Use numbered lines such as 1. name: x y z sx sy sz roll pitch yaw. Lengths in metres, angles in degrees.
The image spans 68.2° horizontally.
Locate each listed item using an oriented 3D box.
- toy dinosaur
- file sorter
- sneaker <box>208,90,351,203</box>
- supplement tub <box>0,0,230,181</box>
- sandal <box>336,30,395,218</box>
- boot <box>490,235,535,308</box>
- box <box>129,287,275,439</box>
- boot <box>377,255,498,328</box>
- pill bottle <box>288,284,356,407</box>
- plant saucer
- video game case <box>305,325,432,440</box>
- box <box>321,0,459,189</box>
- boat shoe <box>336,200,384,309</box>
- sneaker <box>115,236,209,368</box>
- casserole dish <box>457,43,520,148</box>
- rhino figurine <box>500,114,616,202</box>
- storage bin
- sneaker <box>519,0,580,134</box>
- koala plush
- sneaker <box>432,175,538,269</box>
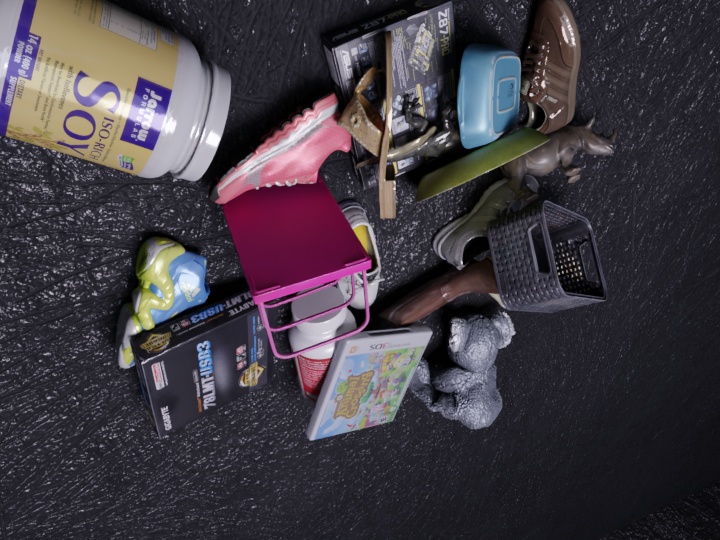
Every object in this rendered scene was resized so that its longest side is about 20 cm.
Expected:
1. toy dinosaur: 0.090 -0.180 0.684 0.197 0.048 0.089 -14 139 -16
2. file sorter: -0.084 -0.011 0.685 0.137 0.201 0.127 -17 135 -14
3. sneaker: -0.094 -0.131 0.654 0.199 0.074 0.087 -35 118 2
4. supplement tub: -0.240 -0.174 0.506 0.197 0.146 0.147 14 119 -35
5. sandal: 0.006 -0.163 0.628 0.068 0.078 0.215 -1 116 4
6. boot: 0.320 0.007 1.000 0.198 0.072 0.155 28 109 -33
7. box: -0.221 0.135 0.781 0.197 0.050 0.202 -25 144 -33
8. boot: 0.130 0.049 0.875 0.197 0.186 0.065 -27 94 -6
9. pill bottle: -0.057 0.125 0.865 0.110 0.113 0.202 -18 132 -14
10. plant saucer: 0.161 -0.150 0.737 0.197 0.200 0.032 -26 96 -7
11. video game case: 0.015 0.182 0.867 0.180 0.022 0.203 0 122 -38
12. box: 0.050 -0.224 0.688 0.159 0.049 0.202 -24 134 -7
13. boat shoe: 0.004 -0.002 0.814 0.073 0.086 0.205 -16 131 -15
14. sneaker: -0.264 0.054 0.725 0.104 0.076 0.202 10 119 -34
15. casserole dish: 0.170 -0.224 0.677 0.200 0.038 0.123 -36 128 -56
16. rhino figurine: 0.308 -0.181 0.824 0.197 0.089 0.060 -24 162 -1
17. storage bin: 0.287 -0.014 0.810 0.093 0.138 0.198 -19 163 40
18. sneaker: 0.256 -0.274 0.742 0.075 0.071 0.201 -28 133 -3
19. koala plush: 0.209 0.172 1.020 0.175 0.184 0.203 3 113 -30
20. sneaker: 0.218 -0.073 0.873 0.199 0.082 0.075 -41 133 8
